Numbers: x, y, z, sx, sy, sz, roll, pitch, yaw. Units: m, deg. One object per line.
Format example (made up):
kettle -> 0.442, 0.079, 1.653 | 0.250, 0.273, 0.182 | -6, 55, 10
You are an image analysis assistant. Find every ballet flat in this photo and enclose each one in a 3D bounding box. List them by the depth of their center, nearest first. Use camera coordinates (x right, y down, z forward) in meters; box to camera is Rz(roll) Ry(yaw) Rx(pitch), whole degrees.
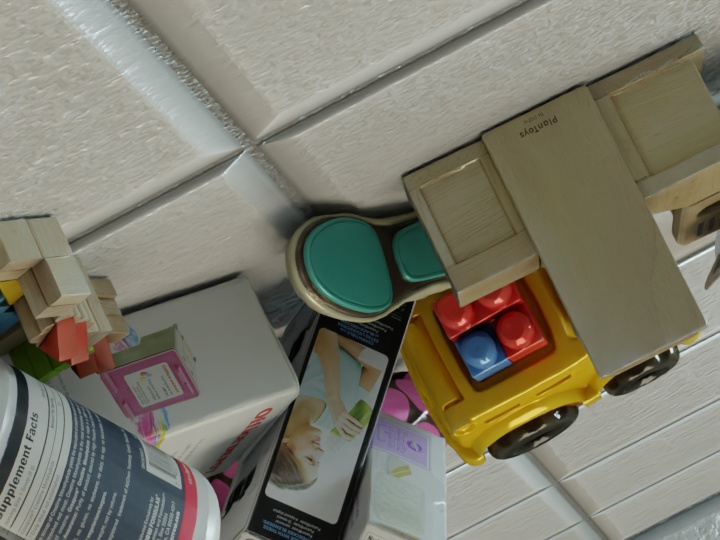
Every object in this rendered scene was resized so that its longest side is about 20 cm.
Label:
ballet flat -> 0.000, 0.000, 1.579 | 0.069, 0.070, 0.199 | -35, 163, 31

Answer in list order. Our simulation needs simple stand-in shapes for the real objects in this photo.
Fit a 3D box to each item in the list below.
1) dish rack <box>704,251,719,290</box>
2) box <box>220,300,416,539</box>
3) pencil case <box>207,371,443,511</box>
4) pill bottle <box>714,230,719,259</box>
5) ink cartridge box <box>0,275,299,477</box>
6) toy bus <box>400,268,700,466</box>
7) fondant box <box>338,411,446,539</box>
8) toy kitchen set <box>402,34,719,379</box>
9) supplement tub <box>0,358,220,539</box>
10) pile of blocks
dish rack -> 0.302, -0.076, 1.656 | 0.201, 0.043, 0.172 | -58, 177, 35
box -> -0.035, 0.111, 1.651 | 0.060, 0.201, 0.117 | 24, 149, -9
pencil case -> -0.027, 0.136, 1.948 | 0.199, 0.091, 0.093 | -16, 173, -42
pill bottle -> 0.354, -0.019, 2.020 | 0.111, 0.112, 0.200 | -34, 164, 28
ink cartridge box -> -0.155, 0.092, 1.576 | 0.199, 0.085, 0.145 | -17, 163, -29
toy bus -> 0.118, 0.027, 1.718 | 0.199, 0.136, 0.192 | -28, 166, 3
fondant box -> -0.012, 0.209, 1.641 | 0.201, 0.058, 0.145 | -61, -169, 23
toy kitchen set -> 0.154, -0.009, 1.605 | 0.199, 0.164, 0.181 | -25, 166, -1
supplement tub -> -0.188, 0.130, 1.377 | 0.199, 0.141, 0.140 | 32, 133, -24
pile of blocks -> -0.173, 0.031, 1.379 | 0.082, 0.062, 0.200 | -26, 165, -1
